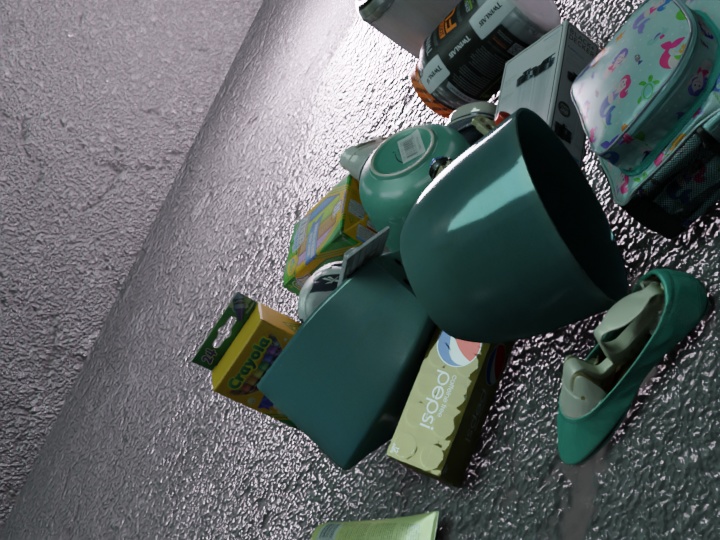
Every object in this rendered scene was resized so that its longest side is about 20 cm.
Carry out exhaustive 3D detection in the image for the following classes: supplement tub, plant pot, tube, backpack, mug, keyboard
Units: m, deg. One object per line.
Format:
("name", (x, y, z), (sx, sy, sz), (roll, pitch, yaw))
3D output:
("supplement tub", (0.163, -0.304, 1.294), (0.200, 0.122, 0.124), (-42, 30, 39))
("plant pot", (0.012, 0.085, 1.076), (0.201, 0.141, 0.141), (-58, -18, 22))
("tube", (0.018, 0.302, 1.042), (0.052, 0.059, 0.199), (-25, 3, -37))
("plant pot", (0.134, -0.025, 0.907), (0.160, 0.200, 0.202), (-29, 37, 26))
("backpack", (0.293, -0.156, 0.848), (0.200, 0.150, 0.179), (-42, 28, 29))
("mug", (0.063, -0.106, 1.174), (0.183, 0.115, 0.153), (9, 55, 43))
("keyboard", (0.000, 0.000, 1.059), (0.056, 0.011, 0.200), (-30, -12, -13))

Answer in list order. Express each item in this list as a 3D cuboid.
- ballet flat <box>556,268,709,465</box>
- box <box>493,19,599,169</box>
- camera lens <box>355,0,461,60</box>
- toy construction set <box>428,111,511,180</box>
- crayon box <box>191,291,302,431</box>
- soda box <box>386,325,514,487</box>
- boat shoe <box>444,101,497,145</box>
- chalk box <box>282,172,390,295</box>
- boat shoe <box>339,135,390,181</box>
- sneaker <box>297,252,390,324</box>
("ballet flat", (0.217, 0.078, 0.833), (0.201, 0.070, 0.068), (-56, 24, 16))
("box", (0.213, -0.182, 1.134), (0.116, 0.060, 0.202), (-30, 40, 52))
("camera lens", (0.103, -0.398, 1.413), (0.160, 0.198, 0.161), (-48, 23, 29))
("toy construction set", (0.122, -0.073, 1.048), (0.092, 0.129, 0.203), (46, 130, 50))
("crayon box", (-0.113, 0.130, 1.298), (0.126, 0.198, 0.052), (-54, 24, 17))
("soda box", (0.102, 0.118, 1.007), (0.067, 0.064, 0.202), (16, 77, 31))
("boat shoe", (0.124, -0.142, 1.279), (0.200, 0.074, 0.094), (-38, 39, 59))
("chalk box", (-0.029, -0.020, 1.385), (0.200, 0.123, 0.125), (-41, 30, 42))
("boat shoe", (0.031, -0.166, 1.370), (0.200, 0.069, 0.072), (-32, -31, -58))
("sneaker", (0.026, 0.024, 1.190), (0.129, 0.197, 0.081), (-3, 96, 50))
